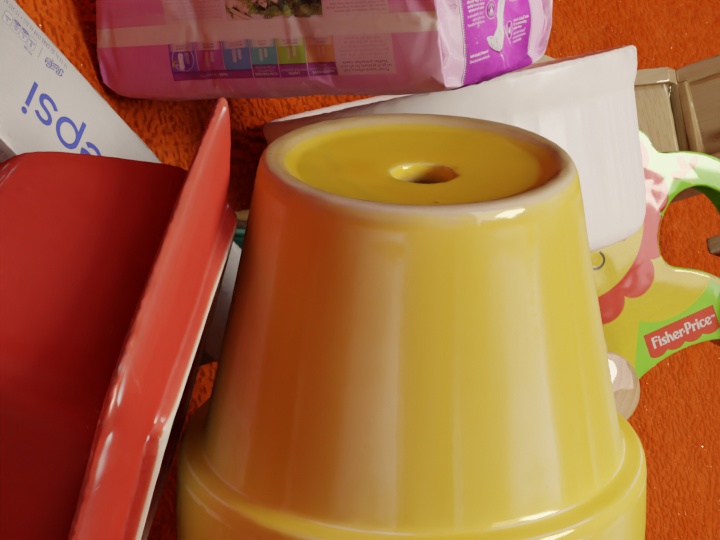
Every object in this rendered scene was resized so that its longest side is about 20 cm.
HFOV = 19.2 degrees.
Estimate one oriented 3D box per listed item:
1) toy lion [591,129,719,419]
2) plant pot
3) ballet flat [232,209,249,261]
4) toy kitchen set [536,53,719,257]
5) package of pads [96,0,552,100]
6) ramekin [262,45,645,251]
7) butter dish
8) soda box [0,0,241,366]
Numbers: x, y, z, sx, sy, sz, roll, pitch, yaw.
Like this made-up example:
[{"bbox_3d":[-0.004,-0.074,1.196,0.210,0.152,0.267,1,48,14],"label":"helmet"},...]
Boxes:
[{"bbox_3d":[0.153,-0.015,1.288,0.199,0.069,0.192,-21,98,-18],"label":"toy lion"},{"bbox_3d":[0.023,0.043,0.883,0.201,0.200,0.190,-32,128,-56],"label":"plant pot"},{"bbox_3d":[0.000,0.000,1.020,0.063,0.199,0.069,-50,141,-53],"label":"ballet flat"},{"bbox_3d":[0.213,-0.067,1.348,0.180,0.199,0.164,11,66,-54],"label":"toy kitchen set"},{"bbox_3d":[-0.017,-0.125,1.038,0.120,0.199,0.076,-25,112,-56],"label":"package of pads"},{"bbox_3d":[0.055,-0.051,1.122,0.200,0.200,0.098,-20,100,-57],"label":"ramekin"},{"bbox_3d":[-0.141,0.041,0.836,0.147,0.200,0.200,16,42,-2],"label":"butter dish"},{"bbox_3d":[-0.137,-0.036,0.945,0.200,0.063,0.068,48,39,-33],"label":"soda box"}]
